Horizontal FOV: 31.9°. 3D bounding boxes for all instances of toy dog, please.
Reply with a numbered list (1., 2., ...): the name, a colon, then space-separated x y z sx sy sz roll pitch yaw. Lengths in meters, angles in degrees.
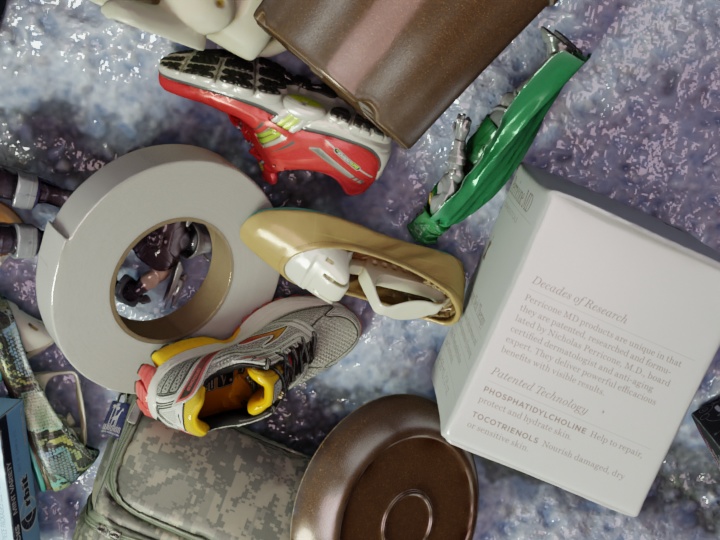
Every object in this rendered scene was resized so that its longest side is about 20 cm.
1. toy dog: -0.100 -0.268 0.936 0.192 0.140 0.202 16 102 -17

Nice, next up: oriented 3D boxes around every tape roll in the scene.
1. tape roll: -0.154 0.001 0.986 0.201 0.037 0.205 -19 126 -28

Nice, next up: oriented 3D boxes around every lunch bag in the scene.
1. lunch bag: -0.135 0.204 1.044 0.198 0.139 0.170 22 85 -6

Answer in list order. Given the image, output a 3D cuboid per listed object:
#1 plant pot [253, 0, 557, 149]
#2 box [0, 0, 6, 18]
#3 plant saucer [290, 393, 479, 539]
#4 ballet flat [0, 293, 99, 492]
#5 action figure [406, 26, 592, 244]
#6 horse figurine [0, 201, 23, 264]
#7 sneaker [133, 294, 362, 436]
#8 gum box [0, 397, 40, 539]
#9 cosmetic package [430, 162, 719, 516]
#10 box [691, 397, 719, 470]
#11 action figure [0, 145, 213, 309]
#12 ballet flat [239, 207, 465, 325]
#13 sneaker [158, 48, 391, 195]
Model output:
1. plant pot: 0.039 -0.210 0.907 0.200 0.200 0.199 39 95 -8
2. box: -0.324 -0.252 0.903 0.122 0.200 0.199 19 101 -3
3. plant saucer: 0.031 0.204 1.034 0.198 0.032 0.203 -8 103 -37
4. ballet flat: -0.276 0.084 1.054 0.073 0.074 0.202 -19 104 4
5. action figure: 0.103 -0.100 1.001 0.055 0.118 0.201 42 109 15
6. horse figurine: -0.373 -0.059 1.004 0.200 0.050 0.133 42 58 2
7. sneaker: -0.076 0.083 1.007 0.198 0.082 0.079 -24 123 -32
8. gum box: -0.367 0.186 1.048 0.197 0.045 0.172 2 108 15
9. cosmetic package: 0.169 0.047 0.988 0.164 0.167 0.202 22 101 -5
10. box: 0.386 0.185 1.048 0.131 0.115 0.201 -30 102 5
11. action figure: -0.205 -0.039 1.017 0.197 0.069 0.132 10 92 -20
12. ballet flat: 0.000 0.000 0.997 0.197 0.064 0.069 12 140 -23
13. sneaker: -0.074 -0.113 1.003 0.198 0.077 0.086 22 117 0
